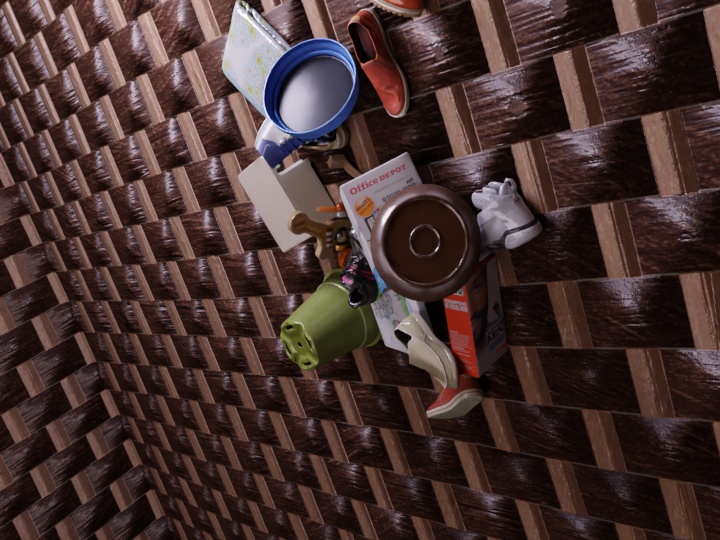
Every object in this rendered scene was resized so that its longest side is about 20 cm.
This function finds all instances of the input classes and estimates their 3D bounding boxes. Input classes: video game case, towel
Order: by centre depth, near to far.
[{"bbox_3d":[-0.216,-0.445,1.653,0.200,0.048,0.173,46,137,16],"label":"towel"},{"bbox_3d":[0.083,0.090,1.654,0.180,0.023,0.204,12,128,54],"label":"video game case"}]

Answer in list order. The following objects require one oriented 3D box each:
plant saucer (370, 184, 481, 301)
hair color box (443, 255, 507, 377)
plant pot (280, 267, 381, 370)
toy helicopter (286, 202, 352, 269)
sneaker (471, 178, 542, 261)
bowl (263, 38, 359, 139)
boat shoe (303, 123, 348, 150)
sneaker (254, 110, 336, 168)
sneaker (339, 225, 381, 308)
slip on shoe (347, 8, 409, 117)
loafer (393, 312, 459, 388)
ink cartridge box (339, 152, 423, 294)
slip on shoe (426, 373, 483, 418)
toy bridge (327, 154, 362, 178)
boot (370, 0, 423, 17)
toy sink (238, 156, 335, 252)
[{"bbox_3d":[0.113,-0.049,1.337,0.202,0.198,0.032,54,-178,5],"label":"plant saucer"},{"bbox_3d":[0.218,0.084,1.467,0.063,0.110,0.205,9,121,42],"label":"hair color box"},{"bbox_3d":[-0.079,0.128,1.757,0.198,0.188,0.204,27,133,33],"label":"plant pot"},{"bbox_3d":[-0.070,-0.089,1.620,0.078,0.197,0.135,33,101,45],"label":"toy helicopter"},{"bbox_3d":[0.224,-0.087,1.383,0.198,0.075,0.117,-23,96,47],"label":"sneaker"},{"bbox_3d":[-0.093,-0.347,1.486,0.199,0.203,0.039,33,176,28],"label":"bowl"},{"bbox_3d":[-0.117,-0.286,1.620,0.197,0.076,0.073,11,123,44],"label":"boat shoe"},{"bbox_3d":[-0.114,-0.281,1.531,0.115,0.200,0.080,44,-177,36],"label":"sneaker"},{"bbox_3d":[0.000,0.000,1.592,0.076,0.083,0.204,32,141,39],"label":"sneaker"},{"bbox_3d":[0.030,-0.375,1.416,0.073,0.061,0.204,-10,108,47],"label":"slip on shoe"},{"bbox_3d":[0.128,0.165,1.516,0.201,0.067,0.077,52,159,48],"label":"loafer"},{"bbox_3d":[0.064,-0.084,1.434,0.145,0.144,0.204,85,160,-84],"label":"ink cartridge box"},{"bbox_3d":[0.199,0.271,1.643,0.201,0.072,0.063,125,144,-56],"label":"slip on shoe"},{"bbox_3d":[-0.001,-0.156,1.577,0.203,0.066,0.027,63,146,28],"label":"toy bridge"},{"bbox_3d":[0.043,-0.516,1.305,0.200,0.074,0.108,47,135,16],"label":"boot"},{"bbox_3d":[-0.157,-0.167,1.715,0.129,0.112,0.203,-25,100,51],"label":"toy sink"}]
